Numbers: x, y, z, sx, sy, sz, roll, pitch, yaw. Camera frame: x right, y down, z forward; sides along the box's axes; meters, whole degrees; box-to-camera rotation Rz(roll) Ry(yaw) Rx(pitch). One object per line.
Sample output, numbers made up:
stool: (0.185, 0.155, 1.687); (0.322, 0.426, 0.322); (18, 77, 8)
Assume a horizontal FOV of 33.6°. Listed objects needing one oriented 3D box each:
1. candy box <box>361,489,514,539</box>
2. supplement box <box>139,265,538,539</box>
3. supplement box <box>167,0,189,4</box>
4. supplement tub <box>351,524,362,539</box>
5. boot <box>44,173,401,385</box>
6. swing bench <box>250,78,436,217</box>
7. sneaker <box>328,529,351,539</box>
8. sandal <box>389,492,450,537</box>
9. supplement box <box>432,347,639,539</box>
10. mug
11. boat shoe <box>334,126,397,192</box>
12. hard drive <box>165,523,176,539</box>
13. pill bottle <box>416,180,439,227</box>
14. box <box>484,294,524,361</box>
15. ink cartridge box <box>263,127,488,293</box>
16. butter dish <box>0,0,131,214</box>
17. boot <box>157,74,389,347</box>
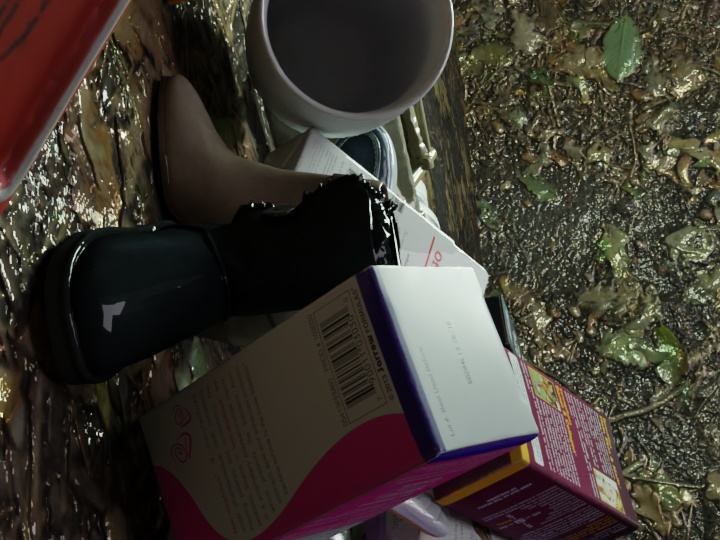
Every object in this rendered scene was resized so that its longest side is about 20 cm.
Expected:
candy box: (0.093, 0.237, 1.014); (0.200, 0.071, 0.169); (41, 28, -22)
supplement box: (-0.018, 0.087, 0.664); (0.103, 0.199, 0.102); (1, 63, -51)
supplement box: (-0.110, -0.303, 0.878); (0.201, 0.072, 0.127); (-85, 164, -49)
supplement tub: (0.031, 0.315, 1.035); (0.201, 0.121, 0.124); (-81, 160, -56)
boot: (-0.064, -0.001, 0.660); (0.200, 0.166, 0.078); (-48, 128, -75)
swing bench: (-0.007, -0.143, 1.150); (0.201, 0.128, 0.201); (-80, 159, -57)
sneaker: (-0.022, 0.242, 0.867); (0.201, 0.073, 0.088); (82, 19, -53)
sandal: (-0.024, 0.152, 0.877); (0.206, 0.059, 0.079); (38, 6, -13)
supplement box: (0.138, 0.154, 0.987); (0.199, 0.085, 0.112); (34, 36, -43)
mug: (-0.018, -0.204, 0.939); (0.175, 0.145, 0.203); (171, -77, -78)
boat shoe: (-0.026, -0.041, 1.003); (0.091, 0.070, 0.203); (42, 65, -70)
hard drive: (-0.088, 0.192, 0.765); (0.201, 0.026, 0.133); (-81, 160, -58)
pill bottle: (0.035, -0.011, 1.315); (0.111, 0.109, 0.202); (68, 18, -50)
box: (0.040, 0.085, 1.044); (0.160, 0.197, 0.044); (53, 27, -66)
ink cartridge box: (0.000, 0.000, 0.929); (0.199, 0.066, 0.117); (37, 54, -25)
butter dish: (-0.159, -0.117, 0.360); (0.201, 0.147, 0.199); (-57, 170, 4)
boot: (-0.053, -0.041, 0.797); (0.070, 0.144, 0.203); (-16, 97, -77)
